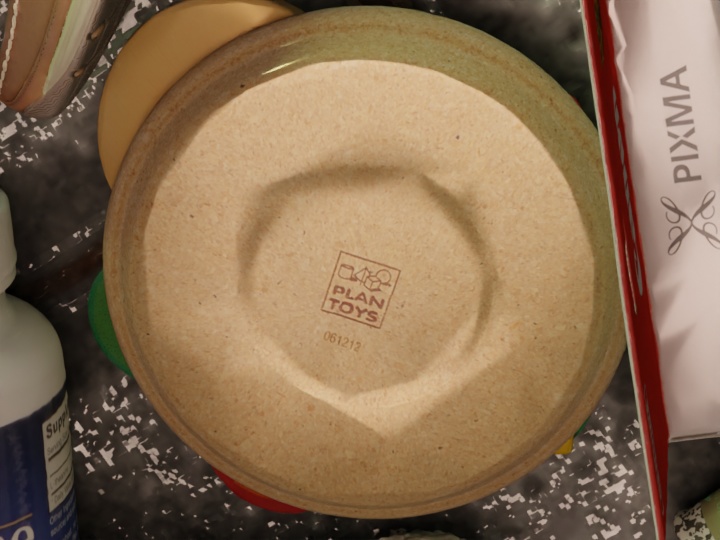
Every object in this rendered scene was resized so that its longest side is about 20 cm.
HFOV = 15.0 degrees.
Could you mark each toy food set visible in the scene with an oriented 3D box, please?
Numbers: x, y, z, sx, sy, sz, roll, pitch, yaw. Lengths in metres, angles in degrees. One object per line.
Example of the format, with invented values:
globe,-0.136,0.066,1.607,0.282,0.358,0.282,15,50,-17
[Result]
toy food set,0.000,0.000,0.984,0.199,0.049,0.199,3,110,3

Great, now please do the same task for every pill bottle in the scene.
pill bottle,-0.159,0.073,0.989,0.110,0.111,0.201,-1,109,5

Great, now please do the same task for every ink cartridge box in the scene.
ink cartridge box,0.105,-0.037,0.896,0.043,0.174,0.201,-7,109,8

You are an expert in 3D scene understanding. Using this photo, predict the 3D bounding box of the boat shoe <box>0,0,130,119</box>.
boat shoe,-0.100,-0.153,0.929,0.071,0.076,0.201,15,101,3

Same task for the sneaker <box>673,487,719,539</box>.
sneaker,0.157,0.087,0.996,0.088,0.077,0.201,8,107,14

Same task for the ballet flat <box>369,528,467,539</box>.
ballet flat,-0.042,0.137,1.000,0.199,0.072,0.072,-11,111,-19
